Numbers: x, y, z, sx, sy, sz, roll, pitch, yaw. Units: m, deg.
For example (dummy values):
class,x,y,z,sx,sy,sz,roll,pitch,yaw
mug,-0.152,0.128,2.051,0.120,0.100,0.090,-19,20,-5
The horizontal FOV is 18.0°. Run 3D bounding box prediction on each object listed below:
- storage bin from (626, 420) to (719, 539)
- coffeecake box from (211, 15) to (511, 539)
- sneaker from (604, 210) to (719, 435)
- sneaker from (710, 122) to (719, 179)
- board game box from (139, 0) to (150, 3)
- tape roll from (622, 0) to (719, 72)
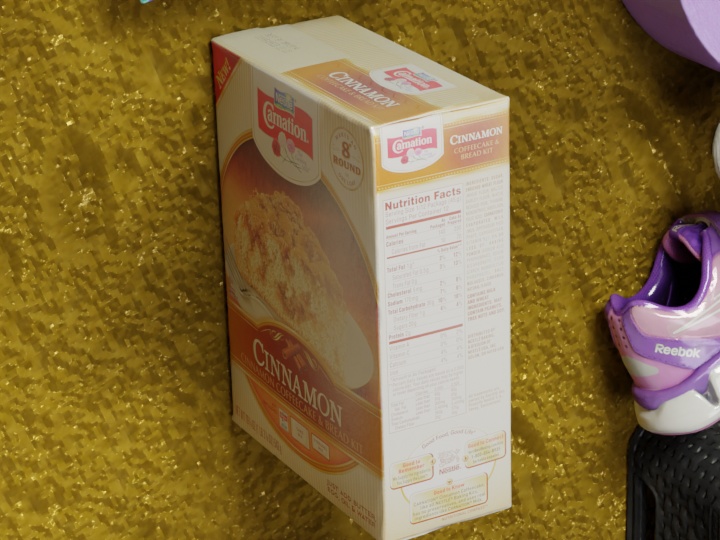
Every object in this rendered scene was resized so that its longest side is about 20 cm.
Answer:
class,x,y,z,sx,sy,sz,roll,pitch,yaw
storage bin,0.260,0.138,1.298,0.200,0.094,0.135,-14,116,-27
coffeecake box,0.000,0.000,1.048,0.073,0.153,0.200,-14,115,-26
sneaker,0.210,-0.003,1.226,0.200,0.080,0.089,-40,105,-15
sneaker,0.268,-0.104,1.135,0.200,0.080,0.074,-50,124,-6
board game box,-0.054,-0.230,0.958,0.152,0.045,0.200,-17,119,1
tape roll,0.221,-0.194,1.157,0.200,0.066,0.200,-12,116,-27
